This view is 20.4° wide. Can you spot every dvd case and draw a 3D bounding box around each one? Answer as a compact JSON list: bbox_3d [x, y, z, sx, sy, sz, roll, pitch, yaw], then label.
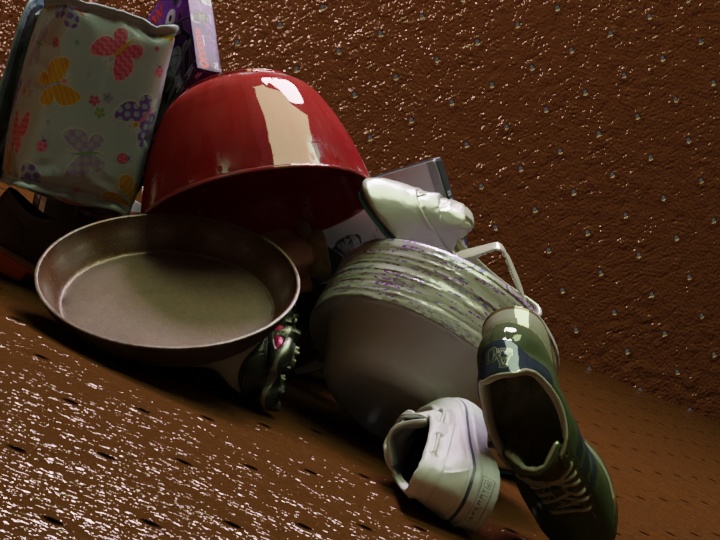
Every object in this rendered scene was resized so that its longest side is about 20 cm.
[{"bbox_3d":[0.000,0.000,1.733,0.199,0.151,0.025,-15,5,23],"label":"dvd case"}]

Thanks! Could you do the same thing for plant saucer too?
[{"bbox_3d":[-0.146,0.018,1.513,0.199,0.035,0.200,5,30,-3],"label":"plant saucer"}]

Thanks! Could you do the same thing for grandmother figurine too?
[{"bbox_3d":[-0.126,0.006,1.622,0.199,0.061,0.121,-13,12,-18],"label":"grandmother figurine"}]

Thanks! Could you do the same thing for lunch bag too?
[{"bbox_3d":[-0.245,-0.143,1.710,0.127,0.170,0.200,15,3,-17],"label":"lunch bag"}]

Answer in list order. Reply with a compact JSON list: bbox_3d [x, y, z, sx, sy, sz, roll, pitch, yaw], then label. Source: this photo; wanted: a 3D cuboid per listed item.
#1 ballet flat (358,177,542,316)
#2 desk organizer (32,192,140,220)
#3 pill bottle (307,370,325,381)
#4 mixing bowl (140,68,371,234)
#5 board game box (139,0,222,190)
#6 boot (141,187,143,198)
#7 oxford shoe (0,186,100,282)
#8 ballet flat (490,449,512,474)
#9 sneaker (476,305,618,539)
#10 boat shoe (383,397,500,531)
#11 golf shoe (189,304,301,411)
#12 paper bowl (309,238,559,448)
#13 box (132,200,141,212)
[{"bbox_3d":[0.079,-0.016,1.630,0.200,0.069,0.069,49,-9,-25],"label":"ballet flat"},{"bbox_3d":[-0.251,-0.034,1.850,0.077,0.072,0.200,11,7,-20],"label":"desk organizer"},{"bbox_3d":[-0.061,0.034,1.862,0.199,0.112,0.111,22,3,-20],"label":"pill bottle"},{"bbox_3d":[-0.092,-0.098,1.652,0.199,0.109,0.200,-9,-16,-3],"label":"mixing bowl"},{"bbox_3d":[-0.181,-0.158,1.755,0.032,0.200,0.120,14,49,-26],"label":"board game box"},{"bbox_3d":[-0.166,-0.081,1.837,0.075,0.074,0.200,38,14,-31],"label":"boot"},{"bbox_3d":[-0.226,-0.006,1.667,0.199,0.073,0.071,24,3,8],"label":"oxford shoe"},{"bbox_3d":[0.168,0.159,1.831,0.069,0.070,0.200,25,3,28],"label":"ballet flat"},{"bbox_3d":[0.127,0.131,1.413,0.067,0.201,0.090,-16,18,17],"label":"sneaker"},{"bbox_3d":[0.051,0.125,1.439,0.067,0.074,0.200,25,3,-11],"label":"boat shoe"},{"bbox_3d":[-0.096,0.055,1.595,0.088,0.077,0.200,16,3,-5],"label":"golf shoe"},{"bbox_3d":[0.051,0.075,1.612,0.200,0.105,0.201,24,-27,13],"label":"paper bowl"},{"bbox_3d":[-0.167,-0.004,1.975,0.200,0.041,0.156,40,-8,-36],"label":"box"}]
